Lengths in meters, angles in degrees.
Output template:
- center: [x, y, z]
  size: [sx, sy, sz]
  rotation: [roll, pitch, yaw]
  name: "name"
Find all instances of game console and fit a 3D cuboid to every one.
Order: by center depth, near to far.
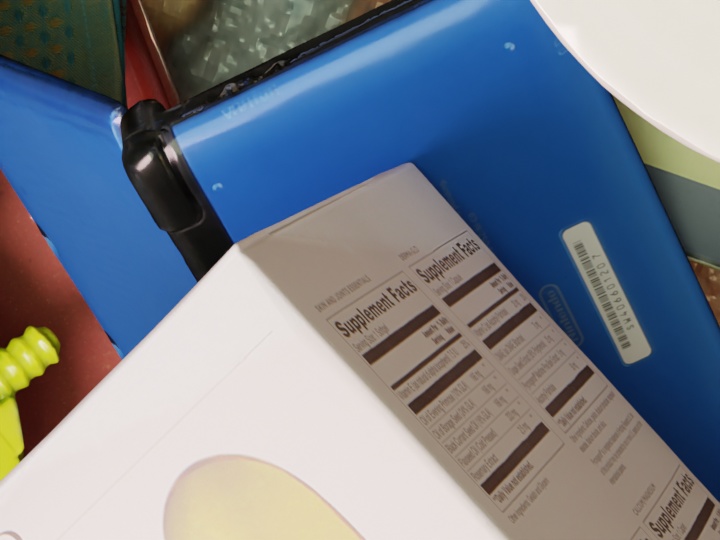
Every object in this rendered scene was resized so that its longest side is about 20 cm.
- center: [0.000, 0.000, 0.788]
  size: [0.170, 0.119, 0.201]
  rotation: [-25, 125, 6]
  name: "game console"

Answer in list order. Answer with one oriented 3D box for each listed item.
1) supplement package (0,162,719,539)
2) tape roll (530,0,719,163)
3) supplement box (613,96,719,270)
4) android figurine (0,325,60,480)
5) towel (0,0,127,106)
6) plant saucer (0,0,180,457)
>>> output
- center: [0.009, 0.105, 0.645]
  size: [0.152, 0.151, 0.200]
  rotation: [-44, 86, 17]
  name: "supplement package"
- center: [0.128, -0.124, 0.651]
  size: [0.201, 0.139, 0.204]
  rotation: [2, 99, 10]
  name: "tape roll"
- center: [0.128, -0.107, 0.795]
  size: [0.199, 0.134, 0.201]
  rotation: [20, 104, 7]
  name: "supplement box"
- center: [-0.185, 0.066, 0.861]
  size: [0.200, 0.041, 0.182]
  rotation: [-38, 85, -12]
  name: "android figurine"
- center: [-0.163, -0.100, 0.878]
  size: [0.199, 0.022, 0.148]
  rotation: [-7, 75, 18]
  name: "towel"
- center: [-0.134, 0.002, 0.916]
  size: [0.198, 0.037, 0.201]
  rotation: [-20, 96, 14]
  name: "plant saucer"
